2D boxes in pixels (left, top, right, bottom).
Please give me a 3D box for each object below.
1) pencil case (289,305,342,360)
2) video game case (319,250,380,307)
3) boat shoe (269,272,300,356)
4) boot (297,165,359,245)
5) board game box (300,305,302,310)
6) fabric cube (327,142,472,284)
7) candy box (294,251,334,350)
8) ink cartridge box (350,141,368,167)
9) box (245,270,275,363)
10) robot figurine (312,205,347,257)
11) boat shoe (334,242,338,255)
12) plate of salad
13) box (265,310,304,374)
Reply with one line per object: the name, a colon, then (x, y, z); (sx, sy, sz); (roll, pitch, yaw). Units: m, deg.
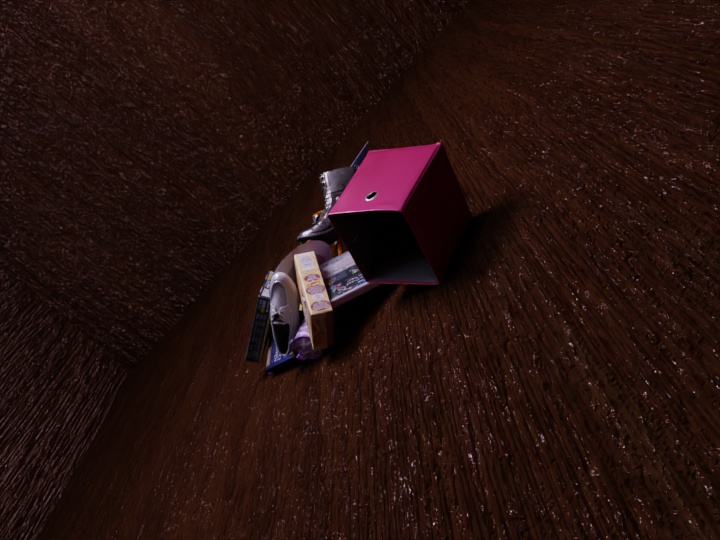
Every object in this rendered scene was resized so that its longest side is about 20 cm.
pencil case: (-0.100, 0.127, 1.650); (0.087, 0.082, 0.202); (115, -179, -46)
video game case: (0.001, -0.004, 1.580); (0.195, 0.024, 0.183); (-26, 30, -3)
boat shoe: (-0.187, 0.108, 1.607); (0.069, 0.070, 0.206); (-55, -30, -60)
boot: (-0.078, -0.164, 1.689); (0.194, 0.179, 0.069); (-17, -23, 6)
board game box: (-0.165, 0.106, 1.801); (0.104, 0.023, 0.207); (4, 79, 59)
fabric cube: (0.086, -0.114, 1.383); (0.192, 0.202, 0.202); (2, 47, 39)
candy box: (-0.108, 0.068, 1.561); (0.053, 0.118, 0.203); (-10, 44, -10)
ink cartridge box: (-0.022, -0.223, 1.885); (0.200, 0.046, 0.202); (-59, -5, -32)
box: (-0.263, 0.125, 1.852); (0.161, 0.048, 0.205); (-87, 12, -66)
robot figurine: (-0.073, -0.081, 1.787); (0.143, 0.206, 0.057); (-29, 30, -36)
boat shoe: (-0.025, -0.073, 1.889); (0.068, 0.076, 0.200); (-37, -1, -26)
plate of salad: (-0.152, 0.006, 1.682); (0.201, 0.200, 0.048); (-49, 59, 0)
box: (-0.202, 0.193, 1.766); (0.199, 0.032, 0.125); (-33, 48, 51)
